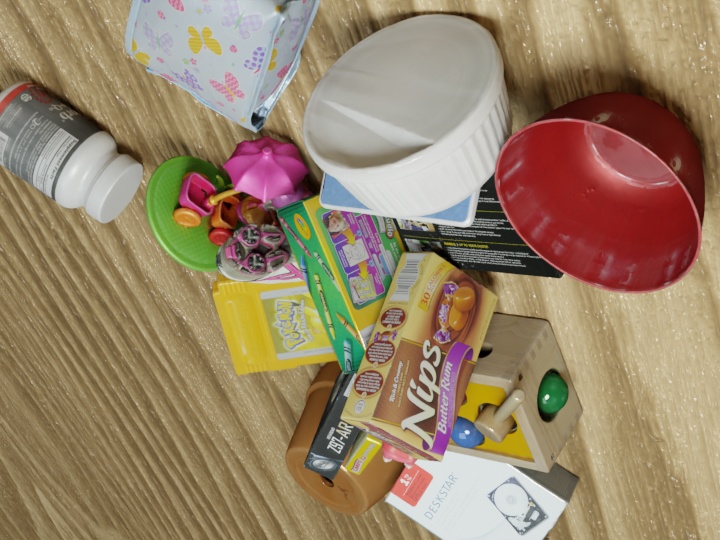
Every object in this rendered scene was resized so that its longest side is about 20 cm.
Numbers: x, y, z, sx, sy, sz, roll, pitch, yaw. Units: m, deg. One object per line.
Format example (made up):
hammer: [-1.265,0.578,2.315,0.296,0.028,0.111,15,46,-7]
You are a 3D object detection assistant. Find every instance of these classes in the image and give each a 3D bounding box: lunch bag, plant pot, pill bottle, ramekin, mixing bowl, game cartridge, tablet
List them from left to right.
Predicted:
pill bottle: [-0.397,-0.155,1.667,0.200,0.116,0.116,33,146,8]
lunch bag: [-0.145,-0.258,1.301,0.169,0.127,0.200,32,136,6]
game cartridge: [-0.077,0.058,1.592,0.199,0.033,0.177,-10,135,1]
plant pot: [-0.013,0.244,1.753,0.199,0.140,0.201,25,144,20]
tablet: [0.044,-0.119,1.303,0.199,0.131,0.014,10,179,37]
ramekin: [0.052,-0.140,1.194,0.202,0.203,0.094,10,148,36]
mixing bowl: [0.236,-0.089,1.150,0.200,0.108,0.201,26,145,19]

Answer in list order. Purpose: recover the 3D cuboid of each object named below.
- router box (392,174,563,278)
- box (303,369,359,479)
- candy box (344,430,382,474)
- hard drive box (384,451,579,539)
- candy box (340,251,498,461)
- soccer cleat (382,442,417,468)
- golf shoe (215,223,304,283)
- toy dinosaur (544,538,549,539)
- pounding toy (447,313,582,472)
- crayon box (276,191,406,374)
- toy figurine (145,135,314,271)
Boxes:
router box: [0.119,-0.070,1.334,0.199,0.051,0.150,6,133,39]
box: [-0.001,0.136,1.543,0.043,0.160,0.200,24,132,-2]
candy box: [0.034,0.144,1.536,0.026,0.201,0.102,25,147,-4]
hard drive box: [0.158,0.288,1.641,0.200,0.077,0.156,32,115,9]
candy box: [0.066,0.093,1.366,0.117,0.201,0.056,33,159,-35]
soccer cleat: [0.062,0.173,1.590,0.066,0.200,0.077,17,113,-1]
golf shoe: [-0.075,-0.023,1.491,0.092,0.199,0.073,147,119,-66]
toy dinosaur: [0.205,0.343,1.740,0.102,0.077,0.201,-8,114,25]
pounding toy: [0.160,0.146,1.468,0.199,0.142,0.185,7,136,39]
crayon box: [0.000,0.000,1.414,0.058,0.119,0.201,-18,96,51]
toy figurine: [-0.126,-0.084,1.505,0.200,0.151,0.184,32,143,-32]
